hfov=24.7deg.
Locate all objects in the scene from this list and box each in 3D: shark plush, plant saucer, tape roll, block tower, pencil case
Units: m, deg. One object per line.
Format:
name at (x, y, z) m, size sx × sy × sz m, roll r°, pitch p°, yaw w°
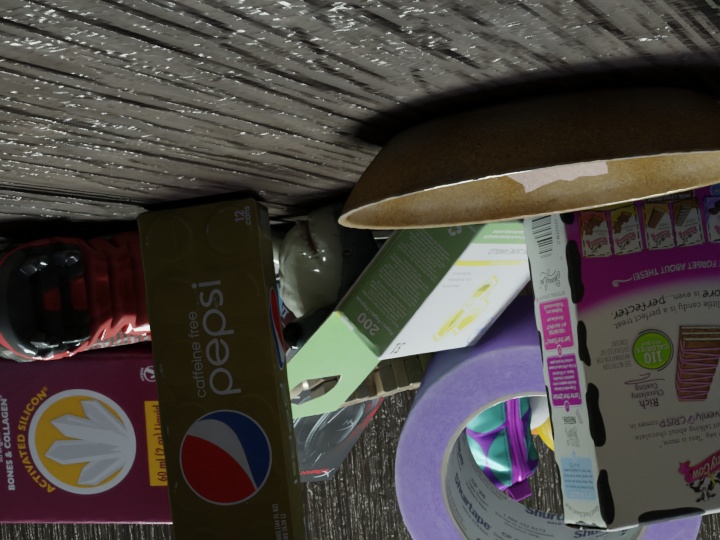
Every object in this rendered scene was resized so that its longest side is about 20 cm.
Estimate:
shark plush at (0.012, 0.018, 1.036) m, size 0.083 × 0.091 × 0.200 m, roll -36°, pitch 136°, yaw 16°
plant saucer at (0.086, -0.051, 0.742) m, size 0.197 × 0.036 × 0.200 m, roll -7°, pitch 175°, yaw -1°
tape roll at (0.126, 0.123, 1.074) m, size 0.197 × 0.202 × 0.085 m, roll -9°, pitch -160°, yaw 16°
block tower at (0.060, 0.049, 1.157) m, size 0.198 × 0.055 × 0.058 m, roll -14°, pitch 174°, yaw -15°
pencil case at (0.097, 0.074, 1.280) m, size 0.084 × 0.202 × 0.092 m, roll -23°, pitch -148°, yaw -33°

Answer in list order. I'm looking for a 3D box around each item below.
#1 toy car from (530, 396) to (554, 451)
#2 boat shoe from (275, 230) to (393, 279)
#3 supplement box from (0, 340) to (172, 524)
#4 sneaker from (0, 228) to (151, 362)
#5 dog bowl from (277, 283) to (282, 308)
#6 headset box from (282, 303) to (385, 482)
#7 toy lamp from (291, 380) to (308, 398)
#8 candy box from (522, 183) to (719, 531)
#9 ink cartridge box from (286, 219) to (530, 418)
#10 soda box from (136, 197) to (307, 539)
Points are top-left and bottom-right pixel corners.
toy car at (0.182, 0.054, 1.421) m, size 0.173 × 0.203 × 0.150 m, roll 14°, pitch -177°, yaw -29°
boat shoe at (0.000, 0.000, 1.132) m, size 0.199 × 0.063 × 0.074 m, roll -2°, pitch 175°, yaw -45°
supplement box at (-0.198, 0.092, 1.024) m, size 0.197 × 0.112 × 0.086 m, roll -1°, pitch -165°, yaw 5°
sneaker at (-0.154, 0.013, 0.954) m, size 0.097 × 0.072 × 0.199 m, roll -4°, pitch -179°, yaw 39°
dog bowl at (-0.144, 0.044, 1.127) m, size 0.198 × 0.050 × 0.111 m, roll -6°, pitch 176°, yaw -25°
headset box at (-0.044, 0.072, 1.297) m, size 0.148 × 0.077 × 0.201 m, roll 4°, pitch 128°, yaw -47°
toy lamp at (-0.025, 0.070, 1.194) m, size 0.198 × 0.059 × 0.058 m, roll -27°, pitch -179°, yaw -15°
candy box at (0.169, 0.033, 0.907) m, size 0.135 × 0.203 × 0.061 m, roll -6°, pitch 175°, yaw -18°
ink cartridge box at (0.027, 0.032, 0.975) m, size 0.201 × 0.048 × 0.145 m, roll -52°, pitch 160°, yaw 17°
soda box at (-0.074, 0.065, 0.894) m, size 0.067 × 0.203 × 0.064 m, roll -7°, pitch 176°, yaw 3°
